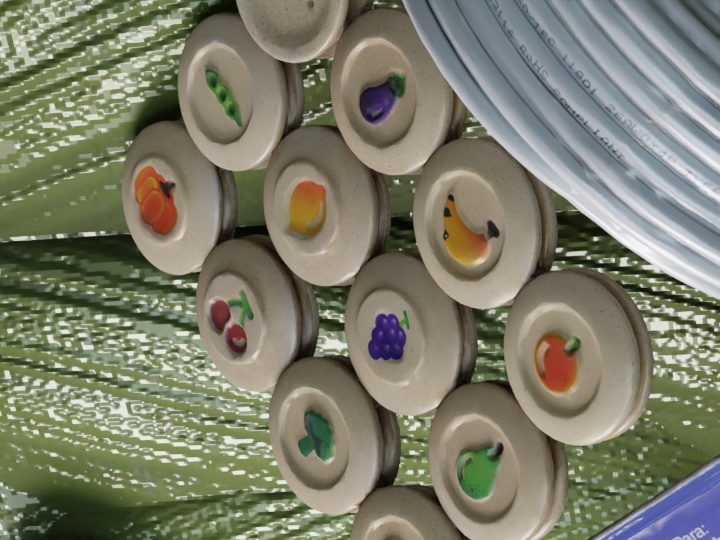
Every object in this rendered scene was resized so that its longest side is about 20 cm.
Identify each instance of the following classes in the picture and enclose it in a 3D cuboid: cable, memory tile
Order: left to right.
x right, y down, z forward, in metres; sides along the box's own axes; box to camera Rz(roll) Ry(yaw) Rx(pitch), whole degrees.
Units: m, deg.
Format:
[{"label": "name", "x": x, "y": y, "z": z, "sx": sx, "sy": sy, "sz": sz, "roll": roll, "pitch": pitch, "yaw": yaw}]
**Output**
[{"label": "memory tile", "x": 0.000, "y": 0.000, "z": 0.833, "sx": 0.017, "sy": 0.200, "sz": 0.153, "roll": -11, "pitch": 147, "yaw": -43}, {"label": "cable", "x": 0.101, "y": -0.074, "z": 0.730, "sx": 0.200, "sy": 0.200, "sz": 0.069, "roll": 43, "pitch": 126, "yaw": 1}]

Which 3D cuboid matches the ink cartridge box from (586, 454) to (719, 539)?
[{"label": "ink cartridge box", "x": 0.162, "y": 0.052, "z": 0.847, "sx": 0.196, "sy": 0.200, "sz": 0.043, "roll": -37, "pitch": 80, "yaw": 32}]
